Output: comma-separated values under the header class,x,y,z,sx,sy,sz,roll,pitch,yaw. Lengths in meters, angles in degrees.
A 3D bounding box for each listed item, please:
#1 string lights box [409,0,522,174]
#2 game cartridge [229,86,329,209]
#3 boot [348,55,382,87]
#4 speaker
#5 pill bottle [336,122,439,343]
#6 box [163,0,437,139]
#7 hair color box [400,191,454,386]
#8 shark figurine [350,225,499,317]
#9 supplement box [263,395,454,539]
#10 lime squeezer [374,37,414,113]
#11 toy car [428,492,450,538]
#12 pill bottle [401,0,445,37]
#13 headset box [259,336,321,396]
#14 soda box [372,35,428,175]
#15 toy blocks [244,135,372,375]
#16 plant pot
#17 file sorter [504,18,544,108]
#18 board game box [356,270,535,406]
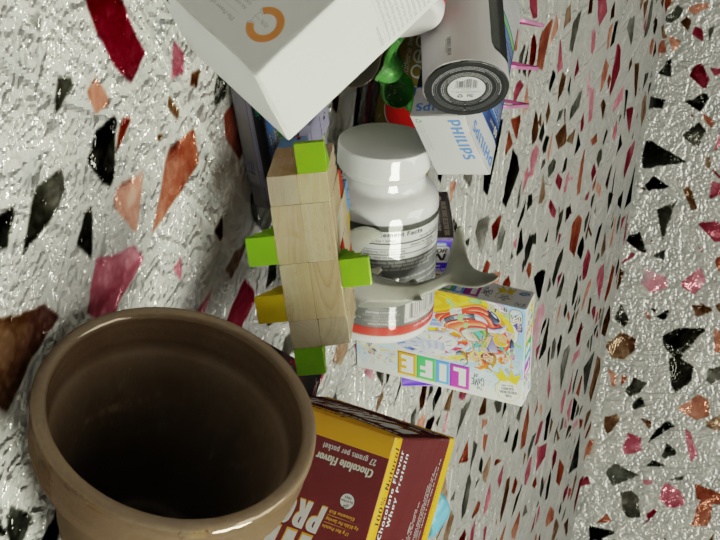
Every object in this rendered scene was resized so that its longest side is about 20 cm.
class,x,y,z,sx,sy,sz,roll,pitch,yaw
string lights box,0.107,-0.206,1.457,0.103,0.058,0.202,59,39,-55
game cartridge,-0.070,-0.165,1.291,0.201,0.038,0.130,82,23,-45
boot,0.011,-0.278,1.425,0.075,0.073,0.202,-57,163,-79
speaker,0.092,-0.248,1.376,0.081,0.080,0.202,70,16,-58
pill bottle,0.022,-0.039,1.505,0.116,0.114,0.202,-48,145,-56
box,-0.032,-0.220,1.104,0.200,0.124,0.098,-43,154,-8
hair color box,0.074,0.022,1.726,0.110,0.064,0.202,-93,-176,-59
shark figurine,0.013,0.015,1.416,0.090,0.212,0.129,-106,-147,-60
supplement box,-0.029,0.215,1.253,0.200,0.131,0.200,19,87,-72
lime squeezer,0.040,-0.181,1.465,0.038,0.071,0.200,-34,147,-3
toy car,-0.042,0.236,1.494,0.184,0.176,0.201,-47,118,-33
pill bottle,0.026,-0.320,1.318,0.114,0.112,0.203,40,54,-69
headset box,-0.113,0.135,1.281,0.200,0.076,0.151,44,60,-70
soda box,0.055,-0.202,1.558,0.064,0.067,0.203,-51,151,-84
toy blocks,-0.038,-0.033,1.272,0.137,0.099,0.202,-82,165,-67
plant pot,-0.147,0.156,1.068,0.201,0.199,0.176,-55,169,-49
file sorter,0.141,-0.288,1.684,0.139,0.124,0.203,-18,118,-69
board game box,0.091,0.066,1.639,0.034,0.198,0.136,-56,151,-48
